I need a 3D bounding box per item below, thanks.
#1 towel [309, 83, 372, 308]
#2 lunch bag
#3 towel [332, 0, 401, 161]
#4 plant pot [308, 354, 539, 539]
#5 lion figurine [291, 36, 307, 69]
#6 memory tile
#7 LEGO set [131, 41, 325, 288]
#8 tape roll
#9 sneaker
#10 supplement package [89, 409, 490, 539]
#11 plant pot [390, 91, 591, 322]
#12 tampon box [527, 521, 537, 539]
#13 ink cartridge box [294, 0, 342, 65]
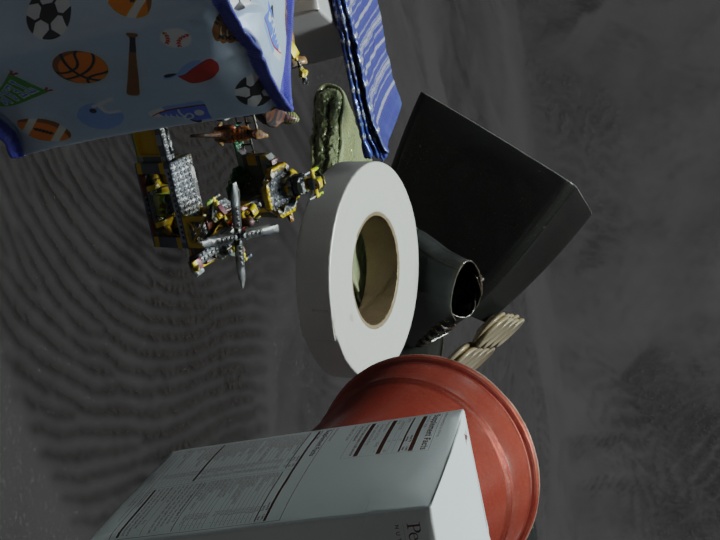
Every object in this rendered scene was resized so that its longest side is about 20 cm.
[{"bbox_3d":[-0.014,-0.069,1.330,0.149,0.036,0.203,60,25,-57],"label":"towel"},{"bbox_3d":[-0.121,-0.175,0.701,0.124,0.167,0.203,60,24,-61],"label":"lunch bag"},{"bbox_3d":[0.006,-0.214,1.193,0.145,0.023,0.203,-70,152,-61],"label":"towel"},{"bbox_3d":[0.018,0.181,1.028,0.195,0.198,0.204,-17,98,-67],"label":"plant pot"},{"bbox_3d":[-0.102,-0.202,1.000,0.200,0.072,0.124,-33,106,-70],"label":"lion figurine"},{"bbox_3d":[0.127,0.105,1.586,0.017,0.153,0.200,46,8,11],"label":"memory tile"},{"bbox_3d":[-0.075,-0.099,0.866,0.153,0.115,0.203,-22,110,-50],"label":"LEGO set"},{"bbox_3d":[0.000,0.000,1.241,0.202,0.037,0.206,-11,102,-64],"label":"tape roll"},{"bbox_3d":[0.074,0.058,1.391,0.074,0.106,0.202,-32,132,-30],"label":"sneaker"},{"bbox_3d":[-0.024,0.208,0.787,0.147,0.197,0.194,-49,128,-72],"label":"supplement package"},{"bbox_3d":[0.123,-0.054,1.497,0.179,0.199,0.199,-59,164,3],"label":"plant pot"},{"bbox_3d":[0.120,0.281,1.456,0.150,0.124,0.203,-31,111,-74],"label":"tampon box"},{"bbox_3d":[-0.064,-0.296,1.174,0.145,0.083,0.203,18,64,-74],"label":"ink cartridge box"}]
